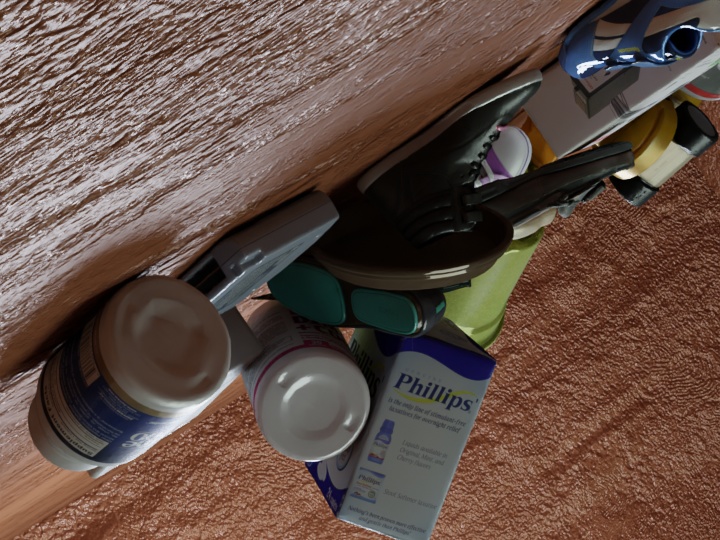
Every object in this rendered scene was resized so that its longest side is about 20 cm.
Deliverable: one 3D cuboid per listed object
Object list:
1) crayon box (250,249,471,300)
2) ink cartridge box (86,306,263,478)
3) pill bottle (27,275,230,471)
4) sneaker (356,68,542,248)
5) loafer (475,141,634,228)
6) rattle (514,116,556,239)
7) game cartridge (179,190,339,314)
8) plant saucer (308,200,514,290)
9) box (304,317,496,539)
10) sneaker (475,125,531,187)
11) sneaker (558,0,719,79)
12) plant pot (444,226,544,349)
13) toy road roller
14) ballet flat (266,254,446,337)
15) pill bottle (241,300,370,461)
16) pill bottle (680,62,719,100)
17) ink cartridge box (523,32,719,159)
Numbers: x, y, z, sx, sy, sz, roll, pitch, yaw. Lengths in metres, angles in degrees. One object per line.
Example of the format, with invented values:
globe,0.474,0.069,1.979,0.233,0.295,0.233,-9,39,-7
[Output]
crayon box,0.000,0.000,1.833,0.198,0.051,0.127,-3,-177,22
ink cartridge box,-0.202,0.111,1.765,0.144,0.084,0.200,-30,172,-33
pill bottle,-0.194,0.092,1.449,0.111,0.112,0.200,-29,174,-40
sneaker,0.101,-0.096,1.637,0.199,0.100,0.071,-36,173,14
loafer,0.186,-0.074,1.805,0.198,0.064,0.072,-18,-177,19
rattle,0.128,-0.105,1.981,0.198,0.131,0.143,-3,153,-20
game cartridge,-0.106,-0.002,1.581,0.133,0.042,0.200,-35,178,-42
plant saucer,0.047,-0.025,1.707,0.198,0.030,0.200,-3,-159,1
box,0.036,0.145,1.811,0.184,0.104,0.202,-138,-112,-74
sneaker,0.088,-0.085,1.877,0.200,0.073,0.114,-34,173,10
sneaker,0.247,-0.208,1.579,0.074,0.083,0.200,-32,178,-33
plant pot,0.125,-0.027,2.167,0.200,0.201,0.185,-29,163,-40
toy road roller,0.290,-0.185,1.964,0.123,0.145,0.201,-41,-144,27
ballet flat,0.001,0.021,1.725,0.199,0.074,0.073,13,-151,38
pill bottle,-0.061,0.101,1.790,0.113,0.114,0.200,-33,-160,0
pill bottle,0.405,-0.268,1.869,0.113,0.114,0.200,-30,174,-33
ink cartridge box,0.272,-0.204,1.783,0.199,0.084,0.145,-34,175,27
